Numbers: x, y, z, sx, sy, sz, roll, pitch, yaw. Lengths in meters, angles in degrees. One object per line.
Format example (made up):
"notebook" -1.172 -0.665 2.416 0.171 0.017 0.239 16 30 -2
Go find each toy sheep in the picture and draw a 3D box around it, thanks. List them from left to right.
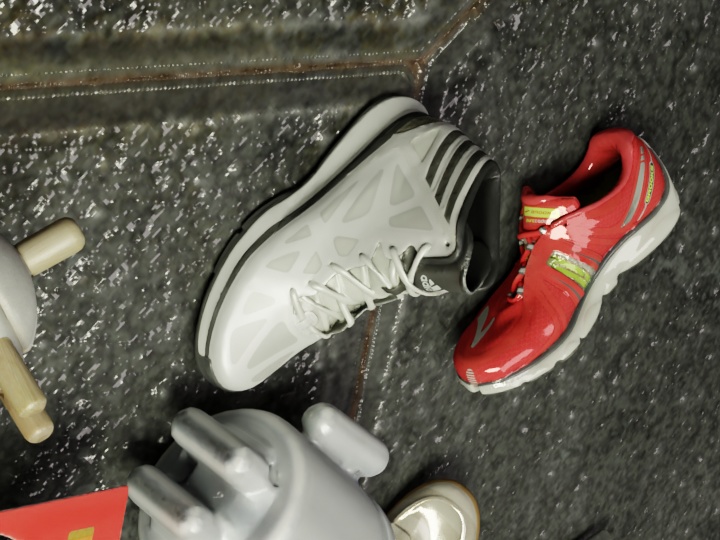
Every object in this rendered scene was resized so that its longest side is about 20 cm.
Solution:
"toy sheep" -0.211 0.036 0.812 0.200 0.138 0.138 -30 132 -18

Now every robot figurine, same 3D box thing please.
"robot figurine" -0.050 0.155 1.044 0.170 0.113 0.200 -49 137 -7

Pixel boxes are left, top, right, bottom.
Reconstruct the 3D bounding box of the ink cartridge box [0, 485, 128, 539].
"ink cartridge box" -0.178 0.204 0.867 0.200 0.045 0.177 -3 111 -58

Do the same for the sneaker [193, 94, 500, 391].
"sneaker" 0.000 0.000 0.995 0.201 0.115 0.076 -51 137 -6

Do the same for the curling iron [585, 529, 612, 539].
"curling iron" 0.111 0.256 1.313 0.200 0.026 0.050 -40 98 -22

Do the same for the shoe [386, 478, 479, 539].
"shoe" 0.016 0.227 1.174 0.070 0.053 0.200 31 96 -3

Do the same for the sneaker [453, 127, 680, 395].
"sneaker" 0.117 -0.011 1.140 0.200 0.077 0.085 -50 126 -17
